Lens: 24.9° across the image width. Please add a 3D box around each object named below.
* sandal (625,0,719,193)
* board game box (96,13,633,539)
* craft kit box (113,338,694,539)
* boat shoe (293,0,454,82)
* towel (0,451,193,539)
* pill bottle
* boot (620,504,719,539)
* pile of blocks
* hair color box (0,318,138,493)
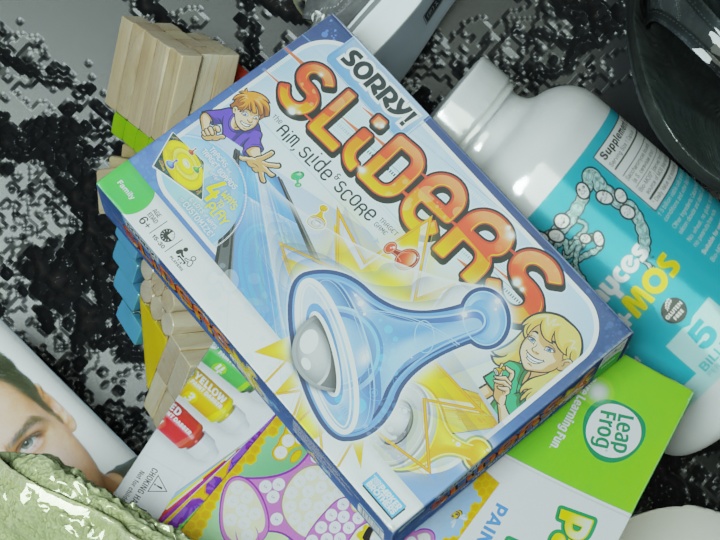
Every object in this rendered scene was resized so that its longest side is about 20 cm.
[{"bbox_3d":[0.167,-0.132,0.797,0.075,0.048,0.201,-2,70,-23],"label":"sandal"},{"bbox_3d":[0.000,0.000,0.704,0.135,0.034,0.200,-38,74,-15],"label":"board game box"},{"bbox_3d":[0.013,0.092,0.709,0.197,0.049,0.200,29,68,7],"label":"craft kit box"},{"bbox_3d":[0.003,-0.140,0.803,0.066,0.070,0.200,34,87,14],"label":"boat shoe"},{"bbox_3d":[-0.084,0.172,0.652,0.200,0.036,0.148,28,105,9],"label":"towel"},{"bbox_3d":[0.112,-0.012,0.783,0.200,0.111,0.111,40,83,-2],"label":"pill bottle"},{"bbox_3d":[0.111,0.162,0.799,0.200,0.090,0.073,7,61,-31],"label":"boot"},{"bbox_3d":[-0.081,-0.023,0.793,0.062,0.082,0.200,-4,95,-38],"label":"pile of blocks"},{"bbox_3d":[-0.135,0.126,0.741,0.200,0.061,0.099,43,71,13],"label":"hair color box"}]
